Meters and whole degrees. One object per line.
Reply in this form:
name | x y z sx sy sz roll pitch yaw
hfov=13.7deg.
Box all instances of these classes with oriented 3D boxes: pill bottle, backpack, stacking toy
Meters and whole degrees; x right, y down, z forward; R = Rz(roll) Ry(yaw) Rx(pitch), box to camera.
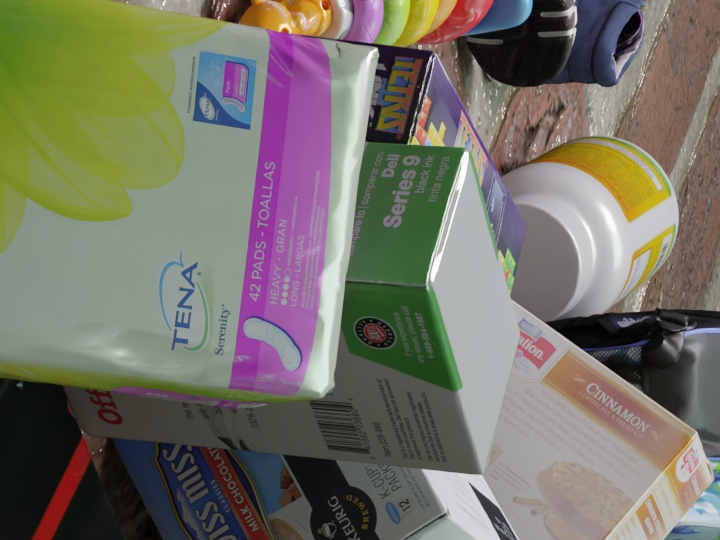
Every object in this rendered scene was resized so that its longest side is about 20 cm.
pill bottle | 0.133 -0.022 1.974 0.200 0.111 0.111 -28 123 -67
backpack | 0.167 0.097 1.834 0.183 0.200 0.147 1 88 -45
stacking toy | -0.006 -0.148 1.565 0.200 0.110 0.116 -38 118 -49

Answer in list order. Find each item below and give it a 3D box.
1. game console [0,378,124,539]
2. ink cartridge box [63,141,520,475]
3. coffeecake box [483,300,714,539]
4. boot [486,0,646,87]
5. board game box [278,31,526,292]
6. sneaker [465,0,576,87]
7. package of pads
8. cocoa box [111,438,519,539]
game console | -0.164 0.148 1.308 0.177 0.031 0.200 72 30 -42
ink cartridge box | -0.043 0.012 1.342 0.146 0.200 0.084 72 28 -51
coffeecake box | 0.074 0.135 1.679 0.200 0.153 0.073 -48 152 -11
boot | 0.155 -0.181 2.011 0.200 0.090 0.073 -61 151 -47
board game box | -0.023 -0.048 1.426 0.200 0.165 0.057 57 43 -63
sneaker | 0.105 -0.221 1.882 0.116 0.076 0.200 -67 155 -46
package of pads | -0.100 -0.027 1.193 0.068 0.200 0.155 179 -81 -68
cocoa box | -0.013 0.124 1.501 0.133 0.131 0.200 60 6 23
